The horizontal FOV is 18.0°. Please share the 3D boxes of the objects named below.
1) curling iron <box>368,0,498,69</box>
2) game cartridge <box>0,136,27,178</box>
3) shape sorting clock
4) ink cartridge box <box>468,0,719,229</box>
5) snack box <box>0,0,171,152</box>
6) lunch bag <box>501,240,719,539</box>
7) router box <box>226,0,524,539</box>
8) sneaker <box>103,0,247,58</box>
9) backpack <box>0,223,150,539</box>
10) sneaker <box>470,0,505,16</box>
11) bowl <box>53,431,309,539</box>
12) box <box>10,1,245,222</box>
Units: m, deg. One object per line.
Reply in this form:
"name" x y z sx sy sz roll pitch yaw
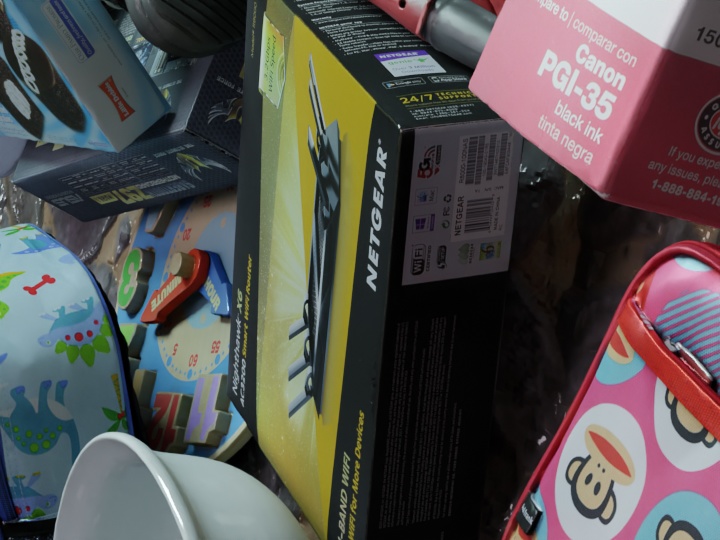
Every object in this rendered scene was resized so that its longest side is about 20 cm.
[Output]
"curling iron" 0.024 -0.101 0.820 0.200 0.025 0.050 42 149 34
"game cartridge" -0.161 -0.161 1.243 0.133 0.041 0.201 -87 20 -62
"shape sorting clock" -0.071 0.000 1.077 0.200 0.039 0.202 -29 55 51
"ink cartridge box" 0.141 -0.113 0.662 0.083 0.146 0.201 46 118 52
"snack box" -0.168 -0.116 1.064 0.037 0.117 0.200 -40 21 -17
"lunch bag" 0.136 0.085 0.663 0.200 0.081 0.177 49 118 50
"router box" 0.000 0.000 0.884 0.157 0.052 0.202 -130 38 -54
"sneaker" -0.087 -0.136 1.000 0.088 0.074 0.201 -42 24 25
"backpack" -0.174 0.090 1.050 0.183 0.146 0.202 23 122 59
"sneaker" 0.095 -0.126 0.803 0.200 0.086 0.074 -17 99 61
"bowl" -0.053 0.162 0.912 0.201 0.090 0.203 12 103 63
"box" -0.085 -0.112 1.103 0.199 0.051 0.159 -11 54 58
